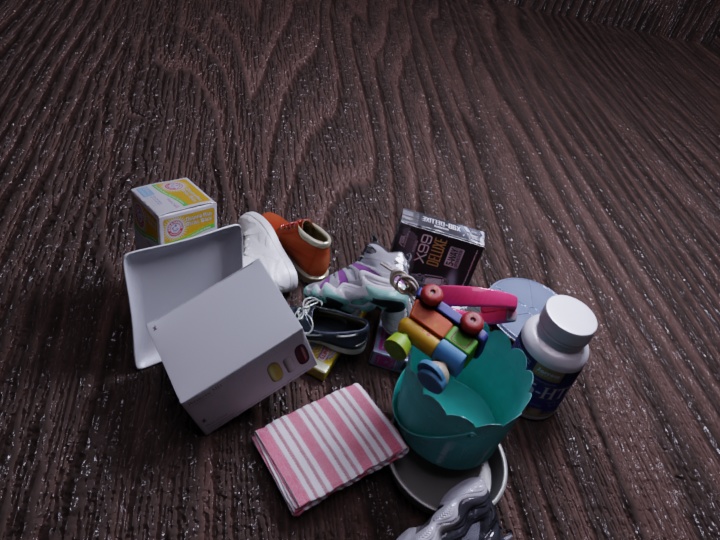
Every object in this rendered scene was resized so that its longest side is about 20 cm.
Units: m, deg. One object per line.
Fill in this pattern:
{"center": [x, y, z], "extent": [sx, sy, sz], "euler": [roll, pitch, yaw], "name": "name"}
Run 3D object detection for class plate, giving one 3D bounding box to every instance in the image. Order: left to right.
{"center": [-0.275, 0.035, 1.042], "extent": [0.197, 0.204, 0.032], "euler": [-19, 35, -35], "name": "plate"}

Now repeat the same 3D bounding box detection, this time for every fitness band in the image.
{"center": [0.164, 0.057, 1.049], "extent": [0.140, 0.200, 0.038], "euler": [10, 79, -14], "name": "fitness band"}

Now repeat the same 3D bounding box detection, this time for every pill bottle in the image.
{"center": [0.317, 0.146, 1.120], "extent": [0.116, 0.203, 0.121], "euler": [9, 40, -8], "name": "pill bottle"}

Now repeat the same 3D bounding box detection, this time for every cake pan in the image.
{"center": [0.128, 0.292, 1.017], "extent": [0.195, 0.037, 0.203], "euler": [10, 41, -8], "name": "cake pan"}

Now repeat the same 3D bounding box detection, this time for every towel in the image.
{"center": [-0.045, 0.257, 0.978], "extent": [0.196, 0.030, 0.147], "euler": [-21, 47, -26], "name": "towel"}

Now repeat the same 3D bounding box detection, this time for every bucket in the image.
{"center": [0.149, 0.187, 1.005], "extent": [0.202, 0.137, 0.210], "euler": [10, 40, -8], "name": "bucket"}

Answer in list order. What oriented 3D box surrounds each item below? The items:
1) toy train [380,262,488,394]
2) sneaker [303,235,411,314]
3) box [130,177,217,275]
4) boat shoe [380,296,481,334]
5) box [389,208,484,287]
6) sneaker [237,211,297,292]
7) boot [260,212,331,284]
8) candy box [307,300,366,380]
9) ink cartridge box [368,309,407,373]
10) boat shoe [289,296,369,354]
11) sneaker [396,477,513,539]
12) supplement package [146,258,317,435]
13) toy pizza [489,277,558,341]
{"center": [0.072, 0.079, 0.941], "extent": [0.198, 0.086, 0.116], "euler": [35, 56, 21], "name": "toy train"}
{"center": [0.000, 0.000, 1.163], "extent": [0.195, 0.078, 0.143], "euler": [1, 63, 21], "name": "sneaker"}
{"center": [-0.302, -0.033, 1.085], "extent": [0.100, 0.204, 0.112], "euler": [-19, 39, -35], "name": "box"}
{"center": [0.128, 0.087, 1.176], "extent": [0.197, 0.065, 0.076], "euler": [-9, 64, -19], "name": "boat shoe"}
{"center": [0.123, -0.001, 1.214], "extent": [0.154, 0.203, 0.050], "euler": [16, 37, -2], "name": "box"}
{"center": [-0.210, -0.032, 1.229], "extent": [0.114, 0.075, 0.201], "euler": [-13, 50, -35], "name": "sneaker"}
{"center": [-0.128, -0.072, 1.279], "extent": [0.199, 0.109, 0.074], "euler": [38, 46, 25], "name": "boot"}
{"center": [-0.064, 0.101, 1.170], "extent": [0.100, 0.027, 0.201], "euler": [26, 41, 9], "name": "candy box"}
{"center": [0.120, 0.141, 1.183], "extent": [0.195, 0.043, 0.121], "euler": [19, 41, -1], "name": "ink cartridge box"}
{"center": [-0.081, 0.088, 1.110], "extent": [0.195, 0.063, 0.076], "euler": [17, 44, 5], "name": "boat shoe"}
{"center": [0.119, 0.382, 0.880], "extent": [0.198, 0.075, 0.115], "euler": [-36, 87, -19], "name": "sneaker"}
{"center": [-0.191, 0.112, 0.992], "extent": [0.197, 0.112, 0.156], "euler": [-31, 54, -11], "name": "supplement package"}
{"center": [0.341, 0.093, 1.319], "extent": [0.195, 0.032, 0.203], "euler": [11, 41, -9], "name": "toy pizza"}
